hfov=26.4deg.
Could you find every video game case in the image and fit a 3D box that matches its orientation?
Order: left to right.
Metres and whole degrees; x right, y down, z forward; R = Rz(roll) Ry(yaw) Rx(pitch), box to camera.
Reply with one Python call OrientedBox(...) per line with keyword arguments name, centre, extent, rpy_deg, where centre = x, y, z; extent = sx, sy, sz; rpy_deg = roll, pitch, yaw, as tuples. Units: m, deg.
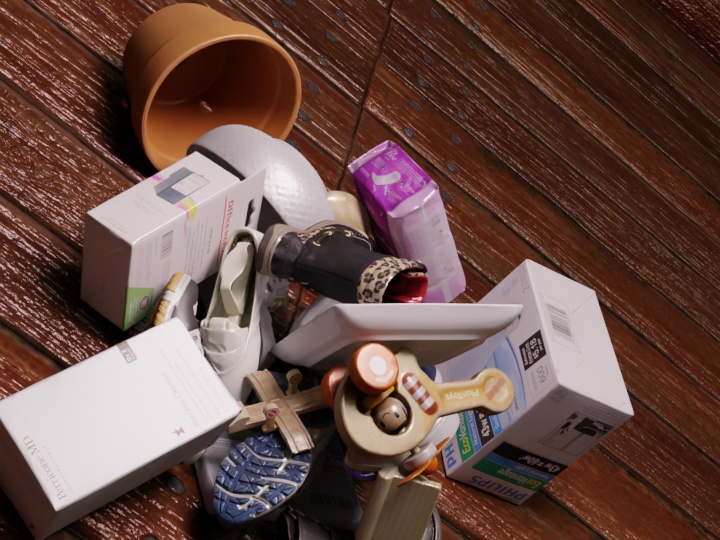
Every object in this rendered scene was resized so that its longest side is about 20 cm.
OrientedBox(name="video game case", centre=(-0.097, 0.177, 1.579), extent=(0.200, 0.022, 0.182), rpy_deg=(15, 43, -41))

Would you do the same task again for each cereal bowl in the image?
OrientedBox(name="cereal bowl", centre=(-0.098, -0.086, 1.710), extent=(0.083, 0.200, 0.200), rpy_deg=(-43, 90, -18))

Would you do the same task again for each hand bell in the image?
OrientedBox(name="hand bell", centre=(-0.002, -0.009, 1.761), extent=(0.104, 0.104, 0.200), rpy_deg=(27, 10, -30))

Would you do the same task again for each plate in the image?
OrientedBox(name="plate", centre=(0.033, 0.069, 1.526), extent=(0.199, 0.200, 0.032), rpy_deg=(0, 76, -22))

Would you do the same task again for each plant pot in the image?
OrientedBox(name="plant pot", centre=(-0.188, -0.218, 1.781), extent=(0.200, 0.200, 0.140), rpy_deg=(14, 27, -43))

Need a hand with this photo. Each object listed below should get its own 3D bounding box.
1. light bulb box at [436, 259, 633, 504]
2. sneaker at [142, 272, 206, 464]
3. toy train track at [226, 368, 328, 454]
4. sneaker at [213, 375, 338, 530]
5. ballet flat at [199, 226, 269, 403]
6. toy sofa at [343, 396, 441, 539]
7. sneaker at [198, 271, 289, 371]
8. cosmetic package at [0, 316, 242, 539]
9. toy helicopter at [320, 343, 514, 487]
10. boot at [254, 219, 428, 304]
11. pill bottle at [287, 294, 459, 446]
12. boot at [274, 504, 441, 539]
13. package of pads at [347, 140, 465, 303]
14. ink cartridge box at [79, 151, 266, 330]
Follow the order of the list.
OrientedBox(name="light bulb box", centre=(0.192, 0.133, 1.817), extent=(0.125, 0.200, 0.198), rpy_deg=(24, 37, -31))
OrientedBox(name="sneaker", centre=(-0.173, 0.099, 1.487), extent=(0.088, 0.076, 0.200), rpy_deg=(16, 59, -13))
OrientedBox(name="toy train track", centre=(-0.039, 0.115, 1.492), extent=(0.200, 0.033, 0.115), rpy_deg=(-13, 43, -24))
OrientedBox(name="sneaker", centre=(-0.073, 0.193, 1.488), extent=(0.077, 0.085, 0.200), rpy_deg=(23, 43, 21))
OrientedBox(name="ballet flat", centre=(-0.132, 0.045, 1.547), extent=(0.069, 0.069, 0.200), rpy_deg=(27, 61, -31))
OrientedBox(name="toy sofa", centre=(0.021, 0.184, 1.541), extent=(0.098, 0.083, 0.200), rpy_deg=(15, 26, -8))
OrientedBox(name="sneaker", centre=(-0.111, 0.034, 1.664), extent=(0.116, 0.074, 0.200), rpy_deg=(12, 37, -43))
OrientedBox(name="cosmetic package", centre=(-0.221, 0.136, 1.346), extent=(0.200, 0.081, 0.113), rpy_deg=(-28, 77, -37))
OrientedBox(name="toy helicopter", centre=(0.067, 0.135, 1.469), extent=(0.200, 0.079, 0.132), rpy_deg=(-6, 71, -32))
OrientedBox(name="boot", centre=(0.000, 0.000, 1.582), extent=(0.150, 0.073, 0.200), rpy_deg=(20, 6, 26))
OrientedBox(name="pill bottle", centre=(0.020, 0.116, 1.693), extent=(0.200, 0.111, 0.111), rpy_deg=(51, 28, -20))
OrientedBox(name="boot", centre=(-0.008, 0.271, 1.520), extent=(0.174, 0.069, 0.200), rpy_deg=(29, 44, -27))
OrientedBox(name="package of pads", centre=(0.060, -0.051, 1.884), extent=(0.121, 0.076, 0.200), rpy_deg=(48, -14, 39))
OrientedBox(name="ink cartridge box", centre=(-0.189, -0.040, 1.561), extent=(0.067, 0.117, 0.200), rpy_deg=(33, 43, 23))
